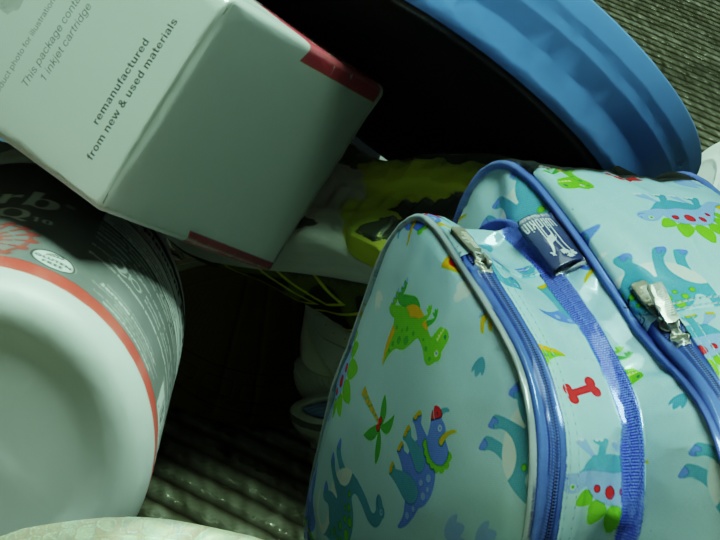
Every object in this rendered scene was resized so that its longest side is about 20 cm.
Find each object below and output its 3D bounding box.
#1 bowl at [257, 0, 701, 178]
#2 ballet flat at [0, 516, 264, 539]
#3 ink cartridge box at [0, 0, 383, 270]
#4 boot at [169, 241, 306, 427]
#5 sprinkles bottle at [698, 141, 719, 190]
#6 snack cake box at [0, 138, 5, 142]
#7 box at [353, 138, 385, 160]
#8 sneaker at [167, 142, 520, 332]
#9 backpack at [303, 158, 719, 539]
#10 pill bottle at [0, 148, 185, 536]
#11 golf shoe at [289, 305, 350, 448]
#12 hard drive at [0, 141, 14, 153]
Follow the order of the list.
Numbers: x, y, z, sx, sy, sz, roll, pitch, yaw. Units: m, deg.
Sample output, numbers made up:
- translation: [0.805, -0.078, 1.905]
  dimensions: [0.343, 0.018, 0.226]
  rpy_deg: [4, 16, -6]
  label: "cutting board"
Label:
- translation: [0.032, -0.075, 1.050]
  dimensions: [0.200, 0.039, 0.201]
  rpy_deg: [33, -13, 9]
  label: "bowl"
- translation: [-0.039, 0.109, 0.825]
  dimensions: [0.198, 0.068, 0.062]
  rpy_deg: [-2, 12, 5]
  label: "ballet flat"
- translation: [-0.111, -0.094, 1.002]
  dimensions: [0.200, 0.084, 0.145]
  rpy_deg: [35, 6, 23]
  label: "ink cartridge box"
- translation: [-0.051, 0.002, 1.219]
  dimensions: [0.199, 0.073, 0.155]
  rpy_deg: [-6, 23, -37]
  label: "boot"
- translation: [0.207, 0.028, 1.141]
  dimensions: [0.199, 0.068, 0.068]
  rpy_deg: [33, 13, -14]
  label: "sprinkles bottle"
- translation: [-0.124, -0.094, 1.285]
  dimensions: [0.199, 0.068, 0.115]
  rpy_deg: [12, 12, 27]
  label: "snack cake box"
- translation: [-0.032, -0.126, 1.510]
  dimensions: [0.200, 0.149, 0.104]
  rpy_deg: [31, 21, 38]
  label: "box"
- translation: [0.000, 0.000, 1.074]
  dimensions: [0.199, 0.085, 0.074]
  rpy_deg: [14, 49, 44]
  label: "sneaker"
- translation: [0.077, 0.081, 0.926]
  dimensions: [0.146, 0.184, 0.200]
  rpy_deg: [-1, 33, -32]
  label: "backpack"
- translation: [-0.120, 0.027, 0.984]
  dimensions: [0.115, 0.117, 0.200]
  rpy_deg: [17, 16, -4]
  label: "pill bottle"
- translation: [0.071, 0.026, 1.115]
  dimensions: [0.198, 0.098, 0.078]
  rpy_deg: [0, -7, 6]
  label: "golf shoe"
- translation: [-0.175, -0.051, 1.327]
  dimensions: [0.131, 0.026, 0.200]
  rpy_deg: [27, 18, 25]
  label: "hard drive"
